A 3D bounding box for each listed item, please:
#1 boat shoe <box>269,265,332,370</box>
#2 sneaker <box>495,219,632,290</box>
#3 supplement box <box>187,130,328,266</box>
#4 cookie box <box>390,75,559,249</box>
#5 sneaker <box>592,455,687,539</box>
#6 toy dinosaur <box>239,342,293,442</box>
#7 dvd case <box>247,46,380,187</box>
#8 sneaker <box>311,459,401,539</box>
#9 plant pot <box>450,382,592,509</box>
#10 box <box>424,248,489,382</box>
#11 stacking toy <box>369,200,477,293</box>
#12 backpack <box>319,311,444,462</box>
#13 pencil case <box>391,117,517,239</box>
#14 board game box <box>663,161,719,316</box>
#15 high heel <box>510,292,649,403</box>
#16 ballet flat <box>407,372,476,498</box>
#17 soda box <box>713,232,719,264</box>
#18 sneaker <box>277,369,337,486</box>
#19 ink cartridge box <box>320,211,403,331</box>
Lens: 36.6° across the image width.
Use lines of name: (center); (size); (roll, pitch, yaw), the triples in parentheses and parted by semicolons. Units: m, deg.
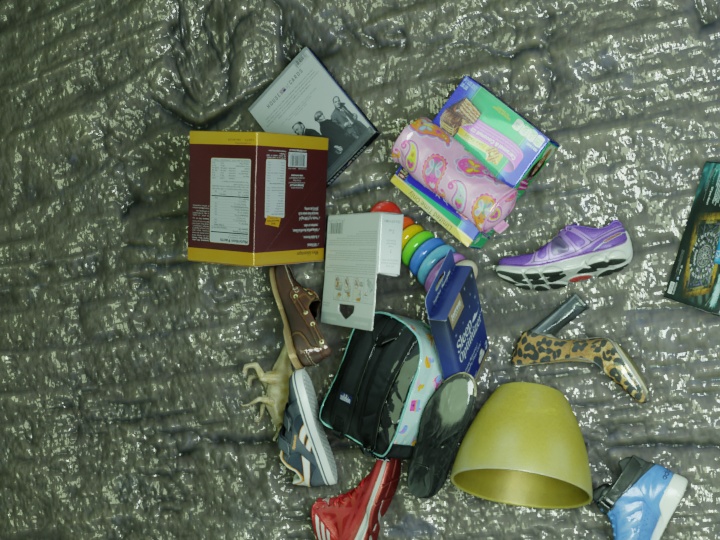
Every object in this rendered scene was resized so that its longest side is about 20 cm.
boat shoe: (-0.093, 0.066, 1.746); (0.070, 0.070, 0.201); (-26, 57, 10)
sneaker: (0.297, -0.025, 1.594); (0.198, 0.081, 0.084); (-13, 65, 17)
supplement box: (-0.159, -0.114, 1.713); (0.132, 0.197, 0.202); (6, 96, 31)
cookie box: (0.171, -0.161, 1.647); (0.171, 0.075, 0.201); (41, 104, 20)
sneaker: (0.365, 0.357, 1.523); (0.111, 0.077, 0.201); (26, 94, 18)
toy dinosaur: (-0.142, 0.182, 1.794); (0.100, 0.058, 0.202); (5, 80, 8)
dvd case: (-0.080, -0.247, 1.797); (0.150, 0.025, 0.200); (-43, 71, 17)
sneaker: (-0.017, 0.357, 1.703); (0.115, 0.078, 0.201); (22, 95, 23)
plant pot: (0.235, 0.243, 1.548); (0.198, 0.200, 0.143); (-1, 63, 25)
box: (0.141, 0.082, 1.565); (0.032, 0.121, 0.201); (3, 130, 26)
stacking toy: (0.085, -0.037, 1.680); (0.200, 0.085, 0.086); (44, 104, 24)
backpack: (0.053, 0.166, 1.627); (0.175, 0.152, 0.202); (23, 102, 48)
pencil case: (0.137, -0.136, 1.577); (0.200, 0.087, 0.088); (41, 104, 19)
board game box: (0.486, -0.044, 1.472); (0.028, 0.135, 0.202); (15, 95, -19)
high heel: (0.312, 0.146, 1.560); (0.142, 0.071, 0.200); (-42, 55, 10)
ballet flat: (0.115, 0.233, 1.557); (0.066, 0.057, 0.201); (26, 106, 19)
soda box: (0.557, -0.025, 1.395); (0.064, 0.198, 0.068); (-153, 72, -66)
sneaker: (-0.096, 0.254, 1.707); (0.079, 0.079, 0.202); (-12, 108, 7)
ink cartridge box: (0.000, 0.000, 1.672); (0.200, 0.043, 0.175); (-177, 90, -65)
